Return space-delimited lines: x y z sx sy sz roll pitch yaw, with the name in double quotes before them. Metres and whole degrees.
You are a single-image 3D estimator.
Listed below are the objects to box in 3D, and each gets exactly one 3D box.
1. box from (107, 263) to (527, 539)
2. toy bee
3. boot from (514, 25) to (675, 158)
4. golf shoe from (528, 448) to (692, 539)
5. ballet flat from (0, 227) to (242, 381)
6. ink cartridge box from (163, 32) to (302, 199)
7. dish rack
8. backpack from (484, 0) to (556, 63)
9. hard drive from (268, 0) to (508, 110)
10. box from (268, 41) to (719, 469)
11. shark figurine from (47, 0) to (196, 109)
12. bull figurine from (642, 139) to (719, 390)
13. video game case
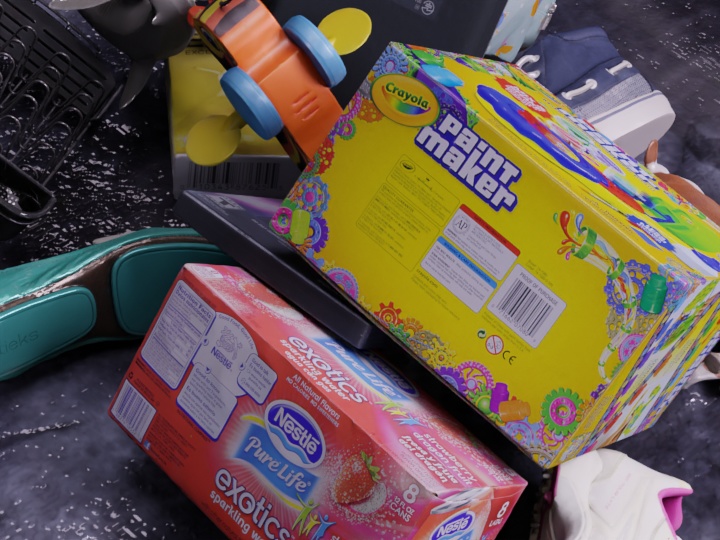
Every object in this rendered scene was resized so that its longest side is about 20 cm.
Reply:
"box" -0.025 0.092 0.978 0.200 0.100 0.095 40 21 31
"toy bee" -0.055 -0.132 1.124 0.130 0.201 0.109 -21 28 -18
"boot" 0.115 -0.098 1.236 0.199 0.073 0.091 -23 68 -41
"golf shoe" 0.130 0.167 0.965 0.091 0.076 0.201 13 44 0
"ballet flat" -0.159 0.009 1.098 0.199 0.068 0.070 -18 34 -28
"ink cartridge box" -0.035 -0.125 1.274 0.196 0.047 0.201 -1 45 -9
"dish rack" -0.234 -0.120 1.189 0.153 0.055 0.200 39 42 -10
"backpack" 0.064 -0.243 1.243 0.175 0.201 0.153 35 24 25
"hard drive" 0.019 -0.173 1.169 0.139 0.201 0.033 28 13 19
"box" 0.092 -0.012 1.024 0.200 0.122 0.192 41 17 18
"shark figurine" -0.140 -0.148 1.185 0.128 0.214 0.090 28 86 -8
"bull figurine" 0.201 -0.001 1.160 0.121 0.065 0.200 -29 52 -30
"video game case" 0.000 0.000 1.086 0.143 0.019 0.200 35 17 26
